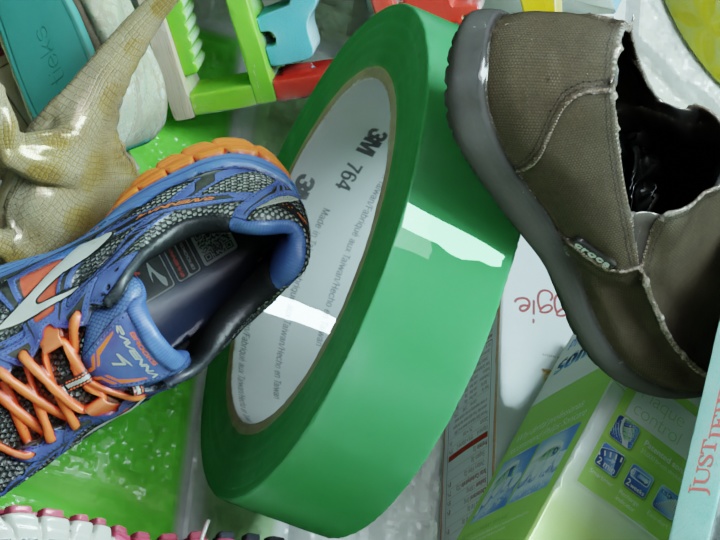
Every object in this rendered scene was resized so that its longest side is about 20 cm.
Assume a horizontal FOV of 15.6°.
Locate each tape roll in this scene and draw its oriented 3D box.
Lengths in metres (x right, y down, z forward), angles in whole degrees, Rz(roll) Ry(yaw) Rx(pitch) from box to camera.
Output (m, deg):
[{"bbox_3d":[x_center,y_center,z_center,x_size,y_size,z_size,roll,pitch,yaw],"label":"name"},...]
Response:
[{"bbox_3d":[0.000,0.000,1.006,0.048,0.200,0.202,21,62,-18],"label":"tape roll"}]

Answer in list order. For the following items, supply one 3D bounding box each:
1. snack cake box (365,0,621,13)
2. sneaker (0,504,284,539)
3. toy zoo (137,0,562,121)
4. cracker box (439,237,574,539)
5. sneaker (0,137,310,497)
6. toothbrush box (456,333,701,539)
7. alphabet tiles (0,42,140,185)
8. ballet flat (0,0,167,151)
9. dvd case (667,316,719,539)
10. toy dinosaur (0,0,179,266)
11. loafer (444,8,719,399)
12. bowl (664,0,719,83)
[{"bbox_3d":[0.079,-0.195,1.147,0.201,0.114,0.068,-64,146,-44],"label":"snack cake box"},{"bbox_3d":[-0.102,0.133,0.974,0.199,0.081,0.075,9,68,-23],"label":"sneaker"},{"bbox_3d":[0.001,-0.138,1.056,0.020,0.198,0.132,-66,144,-60],"label":"toy zoo"},{"bbox_3d":[0.106,0.061,1.116,0.133,0.058,0.202,12,65,-21],"label":"cracker box"},{"bbox_3d":[-0.100,0.023,0.973,0.200,0.078,0.076,-41,113,-8],"label":"sneaker"},{"bbox_3d":[0.113,0.129,1.010,0.145,0.086,0.201,38,59,-9],"label":"toothbrush box"},{"bbox_3d":[-0.190,-0.036,1.045,0.199,0.008,0.168,-33,85,-32],"label":"alphabet tiles"},{"bbox_3d":[-0.133,-0.137,1.085,0.062,0.067,0.201,-2,70,-59],"label":"ballet flat"},{"bbox_3d":[0.188,0.064,0.972,0.200,0.022,0.147,31,68,-43],"label":"dvd case"},{"bbox_3d":[-0.125,-0.042,1.022,0.100,0.058,0.201,18,95,-23],"label":"toy dinosaur"},{"bbox_3d":[0.101,-0.019,0.926,0.200,0.071,0.074,46,47,-45],"label":"loafer"},{"bbox_3d":[0.246,-0.168,1.249,0.199,0.108,0.202,9,65,-21],"label":"bowl"}]
